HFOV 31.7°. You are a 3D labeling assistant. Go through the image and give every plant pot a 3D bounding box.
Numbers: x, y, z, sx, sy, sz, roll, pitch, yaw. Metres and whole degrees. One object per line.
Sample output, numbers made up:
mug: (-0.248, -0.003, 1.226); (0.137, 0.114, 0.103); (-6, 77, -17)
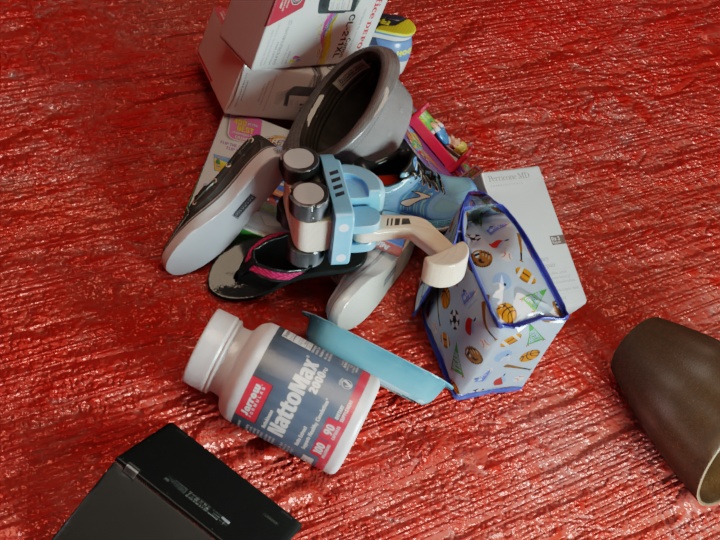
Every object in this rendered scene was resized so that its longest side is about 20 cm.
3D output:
plant pot: (0.412, 0.155, 1.578); (0.186, 0.188, 0.200); (-19, 47, -34)

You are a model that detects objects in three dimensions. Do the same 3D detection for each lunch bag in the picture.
lunch bag: (0.144, 0.029, 1.555); (0.123, 0.170, 0.201); (-5, 56, -24)

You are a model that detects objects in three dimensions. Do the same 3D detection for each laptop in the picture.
laptop: (-0.193, 0.282, 1.309); (0.187, 0.116, 0.200); (37, 19, 8)

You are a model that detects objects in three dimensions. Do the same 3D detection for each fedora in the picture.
fedora: (-0.003, -0.186, 1.618); (0.090, 0.176, 0.201); (39, 64, -31)

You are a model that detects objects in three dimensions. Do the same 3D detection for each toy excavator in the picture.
toy excavator: (0.012, -0.058, 1.481); (0.198, 0.100, 0.195); (-6, 46, -11)

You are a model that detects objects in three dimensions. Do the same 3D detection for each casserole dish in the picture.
casserole dish: (0.013, 0.107, 1.481); (0.199, 0.121, 0.039); (28, 84, -1)

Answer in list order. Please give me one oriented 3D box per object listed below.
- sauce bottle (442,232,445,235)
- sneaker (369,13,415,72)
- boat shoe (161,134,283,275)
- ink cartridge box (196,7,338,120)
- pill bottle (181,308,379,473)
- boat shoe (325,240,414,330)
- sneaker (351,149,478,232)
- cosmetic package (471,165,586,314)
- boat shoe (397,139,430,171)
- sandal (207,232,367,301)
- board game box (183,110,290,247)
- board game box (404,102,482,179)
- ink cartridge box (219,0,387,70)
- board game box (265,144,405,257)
sauce bottle: (0.047, -0.100, 1.689); (0.199, 0.066, 0.066); (34, 47, 7)
sneaker: (-0.018, -0.334, 1.852); (0.198, 0.083, 0.074); (15, 40, 17)
boat shoe: (-0.169, -0.079, 1.527); (0.200, 0.069, 0.057); (-45, 57, 2)
ink cartridge box: (-0.103, -0.276, 1.731); (0.199, 0.085, 0.146); (3, 41, -32)
pill bottle: (-0.090, 0.129, 1.404); (0.199, 0.120, 0.120); (27, 47, 0)
boat shoe: (0.000, 0.000, 1.587); (0.068, 0.072, 0.200); (24, 47, 17)
sneaker: (0.066, -0.104, 1.586); (0.199, 0.090, 0.079); (-1, 44, -29)
cosmetic package: (0.211, -0.031, 1.668); (0.101, 0.074, 0.201); (-9, 73, -29)
boat shoe: (0.074, -0.152, 1.740); (0.063, 0.071, 0.200); (-25, 63, -35)
sandal: (-0.090, -0.017, 1.529); (0.198, 0.045, 0.076); (-13, 70, -1)
board game box: (-0.132, -0.110, 1.637); (0.152, 0.040, 0.201); (20, 47, -6)
board game box: (0.114, -0.181, 1.733); (0.200, 0.039, 0.159); (29, 29, -46)
ink cartridge box: (-0.065, -0.347, 1.644); (0.199, 0.146, 0.083); (-13, 50, -42)
board game box: (-0.030, -0.089, 1.608); (0.199, 0.020, 0.103); (23, 37, -1)
